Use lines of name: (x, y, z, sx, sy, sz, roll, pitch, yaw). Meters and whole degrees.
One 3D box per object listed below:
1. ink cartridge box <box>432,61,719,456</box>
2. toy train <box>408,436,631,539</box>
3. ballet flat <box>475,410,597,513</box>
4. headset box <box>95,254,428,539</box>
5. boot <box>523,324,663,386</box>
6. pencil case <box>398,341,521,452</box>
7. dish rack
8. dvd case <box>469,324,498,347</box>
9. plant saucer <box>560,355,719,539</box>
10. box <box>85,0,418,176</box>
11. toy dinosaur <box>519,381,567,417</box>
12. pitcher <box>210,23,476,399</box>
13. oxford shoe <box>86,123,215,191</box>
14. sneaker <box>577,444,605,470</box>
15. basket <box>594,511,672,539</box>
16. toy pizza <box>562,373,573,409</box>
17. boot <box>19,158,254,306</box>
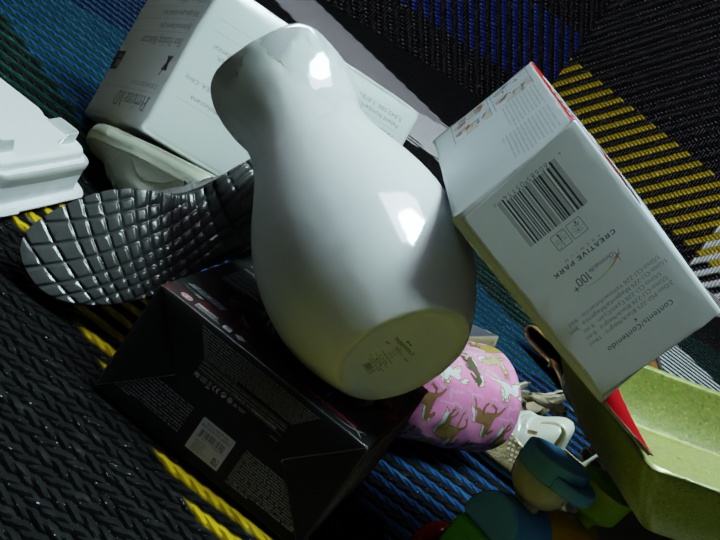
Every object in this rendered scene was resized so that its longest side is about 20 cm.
ink cartridge box: (0.129, -0.013, 0.930, 0.176, 0.084, 0.200, 50, 10, -13)
toy train: (0.127, 0.170, 0.997, 0.199, 0.116, 0.085, 22, 19, -49)
ballet flat: (0.162, 0.154, 1.261, 0.199, 0.066, 0.070, 38, 23, 12)
headset box: (-0.049, 0.069, 0.974, 0.148, 0.075, 0.200, 38, 13, 7)
boot: (0.247, 0.100, 1.770, 0.198, 0.069, 0.189, 19, 28, -35)
pencil case: (0.037, 0.080, 1.163, 0.086, 0.084, 0.199, 14, -2, 36)
dish rack: (-0.270, -0.109, 1.095, 0.171, 0.044, 0.200, 37, 11, 4)
dvd case: (0.020, 0.031, 1.350, 0.147, 0.016, 0.200, 24, 8, 21)
plant saucer: (0.221, 0.125, 0.989, 0.198, 0.048, 0.200, 20, 15, -14)
box: (-0.093, -0.128, 1.327, 0.199, 0.132, 0.199, 31, -4, -24)
toy dinosaur: (0.105, 0.107, 1.357, 0.198, 0.059, 0.101, 22, 2, -33)
pitcher: (0.001, -0.021, 0.946, 0.171, 0.121, 0.201, 41, 21, -53)
oxford shoe: (-0.159, -0.065, 1.222, 0.075, 0.058, 0.199, 24, 3, -39)
sneaker: (0.249, 0.217, 1.313, 0.200, 0.077, 0.085, 42, -3, 7)
basket: (0.252, 0.224, 1.070, 0.199, 0.182, 0.135, 33, 16, 30)
toy pizza: (0.246, 0.143, 1.316, 0.200, 0.032, 0.200, 42, -9, 8)
boot: (-0.133, -0.013, 1.041, 0.198, 0.131, 0.071, -14, 85, -27)
